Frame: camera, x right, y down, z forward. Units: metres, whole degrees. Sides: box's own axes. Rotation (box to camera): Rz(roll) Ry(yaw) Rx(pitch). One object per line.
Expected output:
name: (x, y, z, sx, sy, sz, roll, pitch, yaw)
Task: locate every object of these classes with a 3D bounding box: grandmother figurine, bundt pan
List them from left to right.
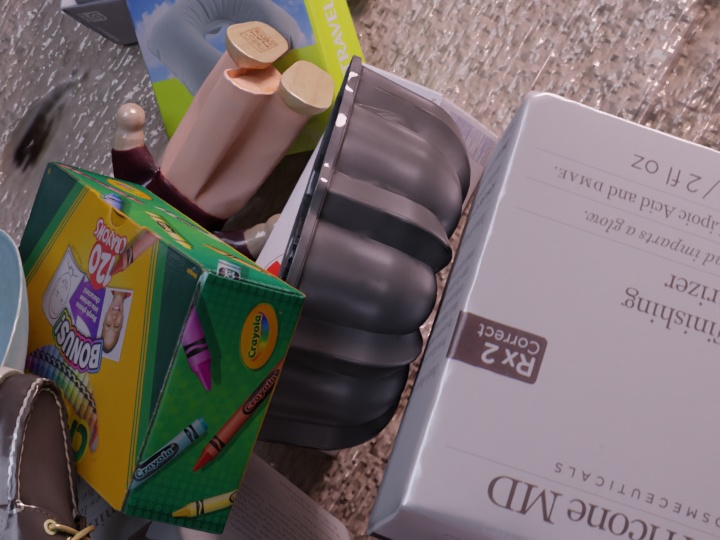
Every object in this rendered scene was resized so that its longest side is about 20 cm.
grandmother figurine: (-0.095, -0.047, 1.539, 0.121, 0.060, 0.200, 44, 122, 17)
bundt pan: (0.000, 0.000, 1.350, 0.075, 0.202, 0.203, 17, 78, -4)

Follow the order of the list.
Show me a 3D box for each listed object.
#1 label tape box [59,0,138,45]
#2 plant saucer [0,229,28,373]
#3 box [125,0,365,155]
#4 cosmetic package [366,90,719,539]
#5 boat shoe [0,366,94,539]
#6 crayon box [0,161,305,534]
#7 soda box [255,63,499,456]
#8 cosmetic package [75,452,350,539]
label tape box: (-0.078, -0.224, 1.634, 0.199, 0.066, 0.144, -7, 67, 35)
plant saucer: (-0.217, 0.073, 1.337, 0.201, 0.039, 0.202, -36, 35, 30)
box: (-0.073, -0.162, 1.545, 0.121, 0.048, 0.201, -11, 102, 32)
cosmetic package: (0.114, 0.049, 1.269, 0.164, 0.165, 0.201, 18, 79, -1)
boat shoe: (-0.145, 0.144, 1.230, 0.060, 0.072, 0.202, -3, 81, 28)
crayon box: (-0.109, 0.033, 1.304, 0.200, 0.058, 0.119, 31, 104, 58)
soda box: (-0.007, -0.006, 1.487, 0.068, 0.064, 0.201, 25, 85, 40)
cosmetic package: (-0.100, 0.197, 1.366, 0.167, 0.166, 0.200, -39, 33, 15)
